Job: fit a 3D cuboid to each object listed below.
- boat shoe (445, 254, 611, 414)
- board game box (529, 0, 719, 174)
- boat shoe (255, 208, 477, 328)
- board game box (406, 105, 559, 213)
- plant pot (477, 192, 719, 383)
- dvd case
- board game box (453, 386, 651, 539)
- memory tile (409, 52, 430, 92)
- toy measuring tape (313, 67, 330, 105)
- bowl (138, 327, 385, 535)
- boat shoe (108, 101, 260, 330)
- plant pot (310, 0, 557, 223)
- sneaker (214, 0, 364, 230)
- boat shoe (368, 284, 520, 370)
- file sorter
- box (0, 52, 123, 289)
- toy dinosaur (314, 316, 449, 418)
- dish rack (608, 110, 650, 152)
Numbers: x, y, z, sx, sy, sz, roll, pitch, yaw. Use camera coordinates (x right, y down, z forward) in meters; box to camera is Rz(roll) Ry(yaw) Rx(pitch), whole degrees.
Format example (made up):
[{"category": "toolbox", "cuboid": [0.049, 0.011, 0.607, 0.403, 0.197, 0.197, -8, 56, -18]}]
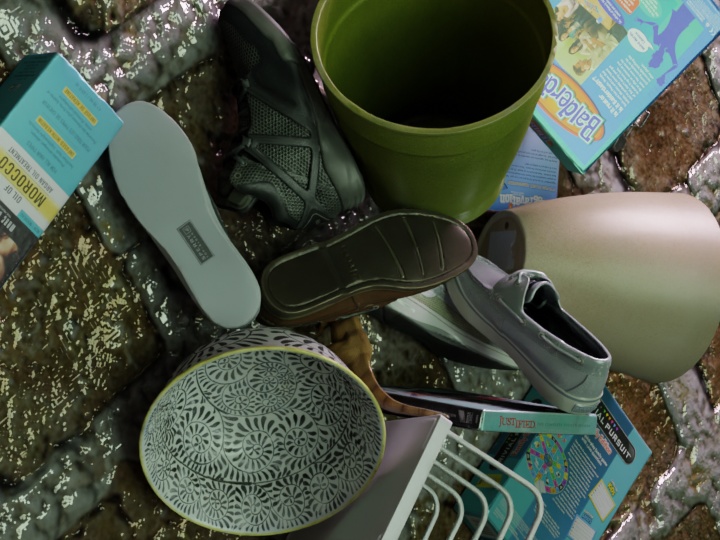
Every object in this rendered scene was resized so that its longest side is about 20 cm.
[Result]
[{"category": "boat shoe", "cuboid": [0.151, 0.038, 1.495, 0.070, 0.201, 0.072, -4, 130, -40]}, {"category": "board game box", "cuboid": [0.218, -0.212, 1.555, 0.200, 0.045, 0.152, -44, 107, -4]}, {"category": "boat shoe", "cuboid": [0.000, 0.000, 1.443, 0.198, 0.068, 0.072, -11, 72, -19]}, {"category": "board game box", "cuboid": [0.118, -0.108, 1.631, 0.199, 0.019, 0.104, 6, 87, -41]}, {"category": "plant pot", "cuboid": [0.214, 0.003, 1.637, 0.199, 0.187, 0.189, 9, 87, -27]}, {"category": "dvd case", "cuboid": [0.087, 0.121, 1.499, 0.145, 0.199, 0.022, 6, 88, -40]}, {"category": "board game box", "cuboid": [0.195, 0.208, 1.699, 0.200, 0.047, 0.151, -53, 124, -26]}, {"category": "memory tile", "cuboid": [0.137, -0.218, 1.579, 0.199, 0.017, 0.154, 10, 112, -42]}, {"category": "toy measuring tape", "cuboid": [0.011, -0.241, 1.495, 0.073, 0.073, 0.201, 28, 74, -38]}, {"category": "bowl", "cuboid": [-0.083, 0.113, 1.399, 0.199, 0.095, 0.202, -4, 127, -5]}, {"category": "boat shoe", "cuboid": [-0.146, -0.042, 1.378, 0.068, 0.057, 0.201, -29, 97, -9]}, {"category": "plant pot", "cuboid": [0.062, -0.138, 1.446, 0.201, 0.199, 0.193, -52, 159, -26]}, {"category": "sneaker", "cuboid": [-0.087, -0.122, 1.411, 0.114, 0.076, 0.201, -28, 97, -16]}, {"category": "boat shoe", "cuboid": [0.082, 0.040, 1.576, 0.201, 0.074, 0.065, 28, 74, -30]}, {"category": "file sorter", "cuboid": [0.041, 0.219, 1.446, 0.124, 0.200, 0.139, 34, 70, -17]}, {"category": "box", "cuboid": [-0.269, -0.063, 1.276, 0.082, 0.049, 0.201, 48, 63, -32]}, {"category": "toy dinosaur", "cuboid": [-0.007, 0.076, 1.462, 0.060, 0.106, 0.201, 11, 42, -37]}, {"category": "dish rack", "cuboid": [0.271, -0.219, 1.664, 0.201, 0.054, 0.153, -57, 157, -4]}]
